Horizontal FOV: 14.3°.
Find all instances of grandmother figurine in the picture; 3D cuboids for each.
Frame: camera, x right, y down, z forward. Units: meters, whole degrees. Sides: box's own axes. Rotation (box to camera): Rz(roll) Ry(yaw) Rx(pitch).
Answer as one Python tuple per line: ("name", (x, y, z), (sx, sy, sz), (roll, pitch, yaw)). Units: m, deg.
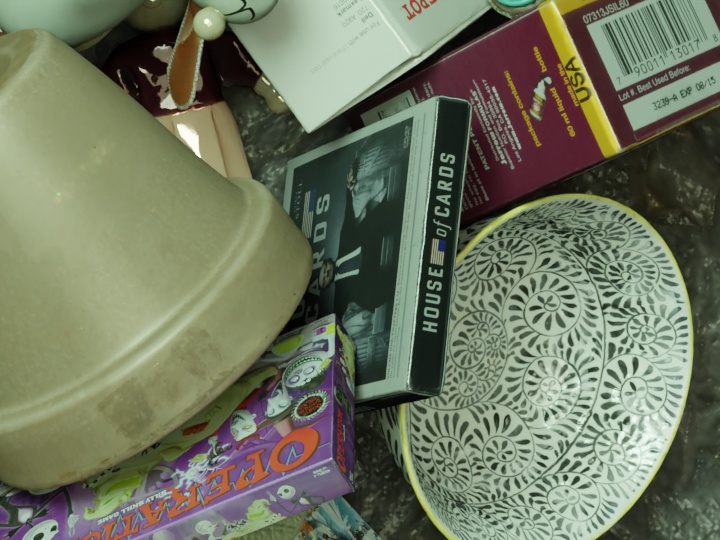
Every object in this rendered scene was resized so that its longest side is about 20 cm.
("grandmother figurine", (-0.095, -0.088, 1.562), (0.121, 0.061, 0.200), (-15, 93, -15))

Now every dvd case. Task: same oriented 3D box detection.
("dvd case", (0.000, 0.000, 1.490), (0.025, 0.200, 0.151), (10, 79, -22))

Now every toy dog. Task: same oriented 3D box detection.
("toy dog", (-0.135, -0.133, 1.450), (0.132, 0.200, 0.096), (34, 71, -21))

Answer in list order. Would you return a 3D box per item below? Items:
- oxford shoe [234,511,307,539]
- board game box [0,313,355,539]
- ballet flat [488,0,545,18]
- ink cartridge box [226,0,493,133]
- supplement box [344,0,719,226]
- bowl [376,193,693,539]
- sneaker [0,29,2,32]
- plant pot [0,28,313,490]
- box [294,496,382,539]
("oxford shoe", (-0.085, 0.141, 1.457), (0.075, 0.058, 0.200), (50, 42, -15))
("board game box", (-0.096, 0.100, 1.418), (0.200, 0.120, 0.032), (-23, 126, 15))
("ballet flat", (0.093, -0.226, 1.573), (0.068, 0.075, 0.201), (-10, 75, 17))
("ink cartridge box", (-0.031, -0.187, 1.520), (0.084, 0.146, 0.200), (-35, 93, 28))
("supplement box", (0.097, -0.089, 1.498), (0.110, 0.200, 0.086), (-24, 90, -34))
("bowl", (0.074, 0.048, 1.542), (0.200, 0.094, 0.201), (-11, 109, -35))
("sneaker", (-0.232, -0.147, 1.538), (0.077, 0.076, 0.200), (-15, 89, -10))
("plant pot", (-0.151, -0.018, 1.422), (0.200, 0.200, 0.175), (-39, 112, -6))
("box", (-0.062, 0.162, 1.523), (0.200, 0.040, 0.137), (49, 56, -13))
